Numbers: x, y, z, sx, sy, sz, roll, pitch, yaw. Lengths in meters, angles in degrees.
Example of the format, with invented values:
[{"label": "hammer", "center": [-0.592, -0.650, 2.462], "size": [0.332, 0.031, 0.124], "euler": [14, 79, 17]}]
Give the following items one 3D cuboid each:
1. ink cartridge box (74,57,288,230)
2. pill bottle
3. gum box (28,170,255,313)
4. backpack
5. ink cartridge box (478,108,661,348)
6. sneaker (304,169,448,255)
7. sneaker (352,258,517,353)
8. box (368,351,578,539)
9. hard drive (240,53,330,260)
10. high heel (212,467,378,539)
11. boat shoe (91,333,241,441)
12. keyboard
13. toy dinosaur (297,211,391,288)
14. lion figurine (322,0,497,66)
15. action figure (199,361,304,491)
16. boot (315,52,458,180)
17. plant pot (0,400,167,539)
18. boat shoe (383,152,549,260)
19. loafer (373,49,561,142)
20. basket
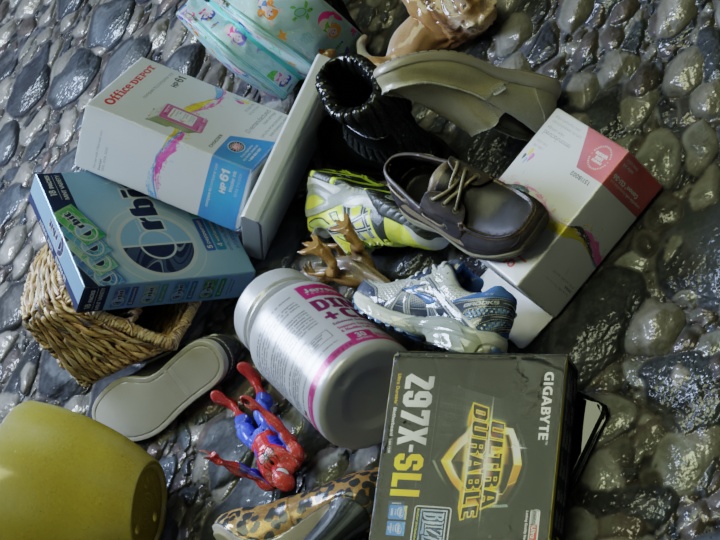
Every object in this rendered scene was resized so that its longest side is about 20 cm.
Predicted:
[{"label": "ink cartridge box", "center": [-0.192, -0.142, 1.861], "size": [0.145, 0.200, 0.085], "euler": [-56, -16, -56]}, {"label": "pill bottle", "center": [-0.039, 0.080, 1.650], "size": [0.113, 0.113, 0.200], "euler": [-52, 40, 0]}, {"label": "gum box", "center": [-0.236, -0.038, 1.829], "size": [0.170, 0.200, 0.045], "euler": [61, 143, 34]}, {"label": "backpack", "center": [-0.098, -0.284, 1.931], "size": [0.200, 0.177, 0.151], "euler": [32, 88, 40]}, {"label": "ink cartridge box", "center": [0.169, -0.039, 1.579], "size": [0.200, 0.067, 0.116], "euler": [-51, 39, 1]}, {"label": "sneaker", "center": [0.020, -0.048, 1.741], "size": [0.200, 0.075, 0.077], "euler": [24, 110, 47]}, {"label": "sneaker", "center": [0.075, 0.031, 1.581], "size": [0.200, 0.077, 0.085], "euler": [19, 82, 47]}, {"label": "box", "center": [0.097, 0.170, 1.451], "size": [0.159, 0.049, 0.200], "euler": [0, 67, 22]}, {"label": "hard drive", "center": [-0.077, -0.121, 1.838], "size": [0.027, 0.132, 0.200], "euler": [23, 74, 5]}, {"label": "high heel", "center": [-0.055, 0.231, 1.615], "size": [0.143, 0.071, 0.200], "euler": [-41, 21, -23]}, {"label": "boat shoe", "center": [-0.207, 0.126, 1.835], "size": [0.200, 0.073, 0.063], "euler": [-31, 1, 30]}, {"label": "keyboard", "center": [0.134, 0.190, 1.480], "size": [0.104, 0.040, 0.200], "euler": [24, 77, 26]}, {"label": "toy dinosaur", "center": [0.000, 0.000, 1.704], "size": [0.060, 0.106, 0.200], "euler": [-49, 32, -15]}, {"label": "lion figurine", "center": [0.054, -0.247, 1.843], "size": [0.122, 0.072, 0.200], "euler": [45, 107, 22]}, {"label": "action figure", "center": [-0.117, 0.149, 1.668], "size": [0.065, 0.099, 0.200], "euler": [-49, 34, 7]}, {"label": "boot", "center": [-0.005, -0.161, 1.763], "size": [0.211, 0.158, 0.080], "euler": [18, 74, 48]}, {"label": "plant pot", "center": [-0.280, 0.237, 1.726], "size": [0.142, 0.200, 0.200], "euler": [2, 60, 14]}, {"label": "boat shoe", "center": [0.088, -0.063, 1.563], "size": [0.200, 0.073, 0.075], "euler": [17, 73, 50]}, {"label": "loafer", "center": [0.107, -0.167, 1.651], "size": [0.076, 0.200, 0.068], "euler": [160, 114, -66]}, {"label": "basket", "center": [-0.262, 0.003, 1.855], "size": [0.149, 0.143, 0.200], "euler": [-24, 26, 33]}]
